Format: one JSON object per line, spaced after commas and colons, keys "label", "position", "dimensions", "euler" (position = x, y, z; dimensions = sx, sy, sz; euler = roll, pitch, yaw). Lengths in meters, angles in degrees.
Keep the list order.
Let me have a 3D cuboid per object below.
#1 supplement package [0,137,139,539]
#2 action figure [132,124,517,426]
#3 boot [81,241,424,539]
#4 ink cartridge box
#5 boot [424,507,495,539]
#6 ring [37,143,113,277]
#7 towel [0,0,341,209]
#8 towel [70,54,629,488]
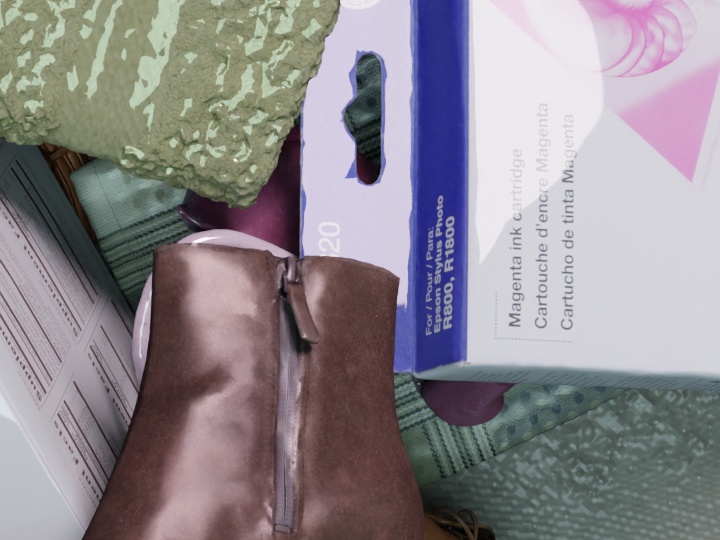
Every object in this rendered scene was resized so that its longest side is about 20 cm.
{"label": "supplement package", "position": [-0.172, 0.062, 1.063], "dimensions": [0.151, 0.200, 0.151], "euler": [-27, 103, 10]}
{"label": "action figure", "position": [0.024, -0.005, 1.082], "dimensions": [0.199, 0.149, 0.135], "euler": [8, 99, 8]}
{"label": "boot", "position": [-0.070, 0.075, 0.954], "dimensions": [0.199, 0.072, 0.167], "euler": [3, 75, -27]}
{"label": "ink cartridge box", "position": [0.078, -0.056, 1.049], "dimensions": [0.199, 0.043, 0.197], "euler": [3, 78, -14]}
{"label": "boot", "position": [0.022, 0.110, 1.128], "dimensions": [0.075, 0.200, 0.074], "euler": [-18, 60, -3]}
{"label": "ring", "position": [-0.203, -0.001, 1.165], "dimensions": [0.199, 0.019, 0.201], "euler": [0, 104, -1]}
{"label": "towel", "position": [-0.068, -0.130, 1.007], "dimensions": [0.148, 0.036, 0.201], "euler": [15, 103, -15]}
{"label": "towel", "position": [0.000, 0.000, 1.168], "dimensions": [0.199, 0.035, 0.193], "euler": [-23, 105, 2]}
